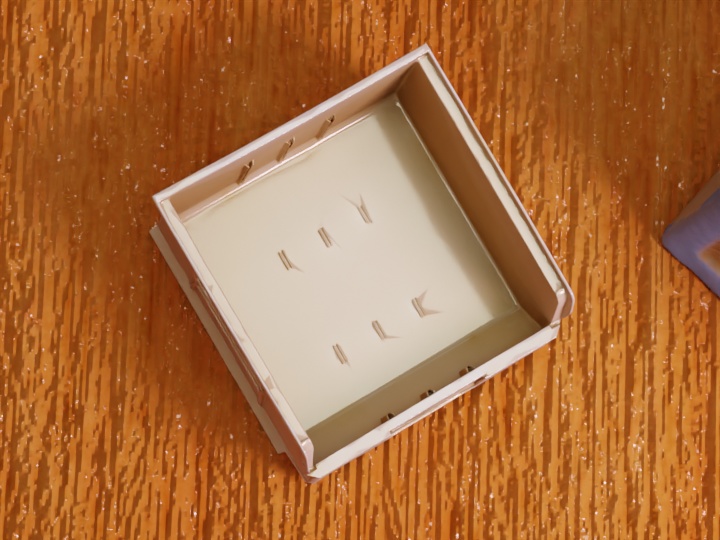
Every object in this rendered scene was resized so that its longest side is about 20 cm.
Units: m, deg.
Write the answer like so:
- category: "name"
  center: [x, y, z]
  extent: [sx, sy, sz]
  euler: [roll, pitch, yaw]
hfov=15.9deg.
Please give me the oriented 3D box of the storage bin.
- category: "storage bin"
  center: [0.000, 0.000, 1.627]
  extent: [0.199, 0.094, 0.199]
  euler: [-30, 86, -14]

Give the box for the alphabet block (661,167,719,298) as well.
- category: "alphabet block"
  center: [0.345, -0.042, 1.644]
  extent: [0.196, 0.195, 0.200]
  euler: [43, 75, -2]
